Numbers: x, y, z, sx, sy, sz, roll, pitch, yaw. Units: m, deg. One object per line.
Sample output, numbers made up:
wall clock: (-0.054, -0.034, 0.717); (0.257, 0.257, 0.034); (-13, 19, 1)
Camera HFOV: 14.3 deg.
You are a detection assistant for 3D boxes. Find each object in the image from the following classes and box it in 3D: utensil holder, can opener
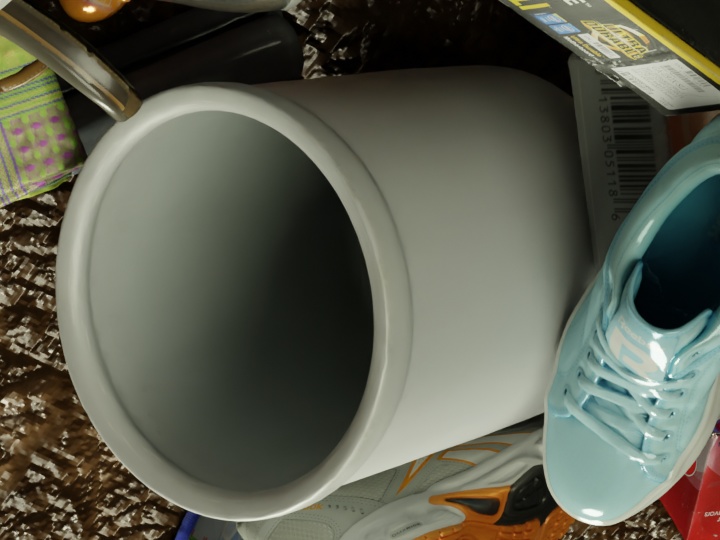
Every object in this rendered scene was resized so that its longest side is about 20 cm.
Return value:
utensil holder: (0.000, 0.000, 1.183); (0.200, 0.170, 0.171); (-13, 135, -54)
can opener: (-0.125, -0.078, 1.197); (0.199, 0.053, 0.067); (-23, 129, -5)

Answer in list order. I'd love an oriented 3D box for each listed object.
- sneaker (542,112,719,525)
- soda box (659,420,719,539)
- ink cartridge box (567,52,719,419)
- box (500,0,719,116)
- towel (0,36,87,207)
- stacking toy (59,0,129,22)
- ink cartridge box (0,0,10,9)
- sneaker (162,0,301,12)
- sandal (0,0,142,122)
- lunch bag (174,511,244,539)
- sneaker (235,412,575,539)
sneaker: (0.111, 0.022, 1.115); (0.082, 0.074, 0.201); (-28, 144, -57)
soda box: (0.247, 0.087, 1.444); (0.199, 0.064, 0.070); (-2, 123, -19)
ink cartridge box: (0.164, -0.035, 1.236); (0.200, 0.050, 0.163); (-25, 111, -50)
box: (0.098, -0.181, 1.070); (0.049, 0.201, 0.159); (-9, 153, 42)
towel: (-0.226, -0.068, 1.154); (0.199, 0.023, 0.144); (-22, 100, -5)
stacking toy: (-0.065, -0.170, 1.138); (0.110, 0.116, 0.200); (46, 125, 5)
ink cartridge box: (-0.158, -0.217, 1.011); (0.128, 0.200, 0.125); (-39, 145, 9)
sneaker: (-0.113, -0.130, 1.082); (0.199, 0.082, 0.077); (19, 131, 21)
sandal: (-0.177, -0.101, 1.102); (0.199, 0.082, 0.055); (26, 94, -6)
lunch bag: (0.017, 0.172, 1.329); (0.169, 0.200, 0.124); (7, 121, -23)
sneaker: (0.030, 0.091, 1.274); (0.199, 0.092, 0.076); (-21, 140, -44)
